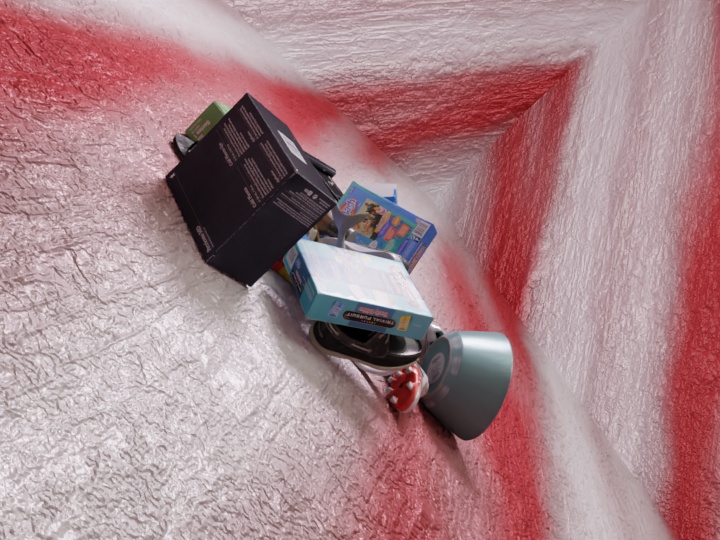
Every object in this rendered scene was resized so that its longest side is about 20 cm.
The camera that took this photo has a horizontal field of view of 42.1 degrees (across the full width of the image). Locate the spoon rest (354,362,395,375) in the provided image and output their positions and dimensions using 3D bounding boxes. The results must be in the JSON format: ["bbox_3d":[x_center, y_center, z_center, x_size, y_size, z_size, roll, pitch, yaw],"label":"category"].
[{"bbox_3d":[-0.015,0.107,1.525,0.199,0.061,0.099,38,7,14],"label":"spoon rest"}]

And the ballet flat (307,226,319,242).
[{"bbox_3d":[-0.106,-0.100,1.656,0.063,0.069,0.200,41,-13,24],"label":"ballet flat"}]

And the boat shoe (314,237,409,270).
[{"bbox_3d":[-0.003,-0.012,1.713,0.198,0.073,0.071,14,0,31],"label":"boat shoe"}]

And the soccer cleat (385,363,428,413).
[{"bbox_3d":[0.084,0.190,1.564,0.085,0.069,0.200,44,9,-17],"label":"soccer cleat"}]

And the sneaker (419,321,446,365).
[{"bbox_3d":[0.146,0.157,1.787,0.087,0.075,0.200,24,-18,41],"label":"sneaker"}]

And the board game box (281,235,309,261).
[{"bbox_3d":[-0.103,-0.024,1.539,0.201,0.039,0.158,55,7,2],"label":"board game box"}]

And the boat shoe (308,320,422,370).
[{"bbox_3d":[0.020,0.104,1.434,0.198,0.068,0.072,15,43,-31],"label":"boat shoe"}]

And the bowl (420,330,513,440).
[{"bbox_3d":[0.173,0.188,1.659,0.104,0.202,0.201,23,20,-19],"label":"bowl"}]

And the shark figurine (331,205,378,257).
[{"bbox_3d":[-0.017,-0.004,1.593,0.089,0.128,0.215,20,-31,54],"label":"shark figurine"}]

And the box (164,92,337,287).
[{"bbox_3d":[-0.162,-0.118,1.354,0.104,0.182,0.201,35,18,-49],"label":"box"}]

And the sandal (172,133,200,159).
[{"bbox_3d":[-0.234,-0.168,1.534,0.200,0.048,0.075,46,20,25],"label":"sandal"}]

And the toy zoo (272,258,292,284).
[{"bbox_3d":[-0.147,-0.040,1.564,0.200,0.020,0.132,42,13,-30],"label":"toy zoo"}]

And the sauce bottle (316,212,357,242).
[{"bbox_3d":[-0.092,-0.113,1.788,0.199,0.065,0.065,36,7,18],"label":"sauce bottle"}]

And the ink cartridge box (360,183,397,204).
[{"bbox_3d":[0.040,-0.069,1.951,0.146,0.083,0.203,-82,169,-75],"label":"ink cartridge box"}]

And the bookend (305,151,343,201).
[{"bbox_3d":[-0.069,-0.137,1.994,0.201,0.092,0.198,53,12,19],"label":"bookend"}]

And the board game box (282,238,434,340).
[{"bbox_3d":[-0.005,0.028,1.413,0.198,0.047,0.152,13,29,-28],"label":"board game box"}]

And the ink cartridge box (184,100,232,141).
[{"bbox_3d":[-0.206,-0.199,1.704,0.201,0.084,0.145,50,12,9],"label":"ink cartridge box"}]

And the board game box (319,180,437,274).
[{"bbox_3d":[0.025,-0.063,1.791,0.199,0.153,0.045,31,-11,26],"label":"board game box"}]
